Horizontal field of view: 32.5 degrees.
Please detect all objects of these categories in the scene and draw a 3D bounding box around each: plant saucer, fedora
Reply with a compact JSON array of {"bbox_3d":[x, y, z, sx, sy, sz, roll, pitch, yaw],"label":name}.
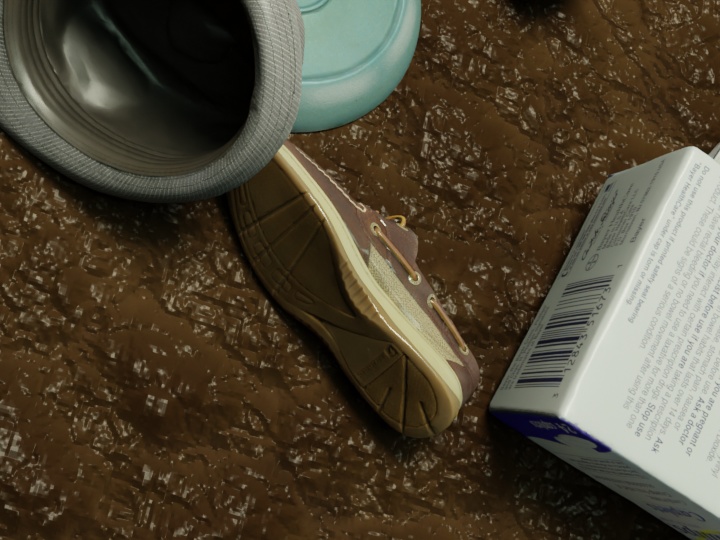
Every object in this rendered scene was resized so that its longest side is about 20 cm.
[{"bbox_3d":[-0.048,-0.184,0.764,0.200,0.027,0.201,6,73,-22],"label":"plant saucer"},{"bbox_3d":[-0.110,-0.131,0.667,0.200,0.177,0.090,17,25,17],"label":"fedora"}]

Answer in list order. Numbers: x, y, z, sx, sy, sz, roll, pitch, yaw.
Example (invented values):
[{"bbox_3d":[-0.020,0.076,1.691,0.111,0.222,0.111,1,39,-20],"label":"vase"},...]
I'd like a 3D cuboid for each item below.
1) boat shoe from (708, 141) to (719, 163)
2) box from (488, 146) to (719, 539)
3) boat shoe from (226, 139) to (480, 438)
[{"bbox_3d":[0.292,-0.078,0.861,0.071,0.070,0.200,40,66,-8],"label":"boat shoe"},{"bbox_3d":[0.214,0.059,0.756,0.200,0.105,0.184,33,75,-12],"label":"box"},{"bbox_3d":[0.000,0.000,0.718,0.200,0.072,0.072,51,42,2],"label":"boat shoe"}]
